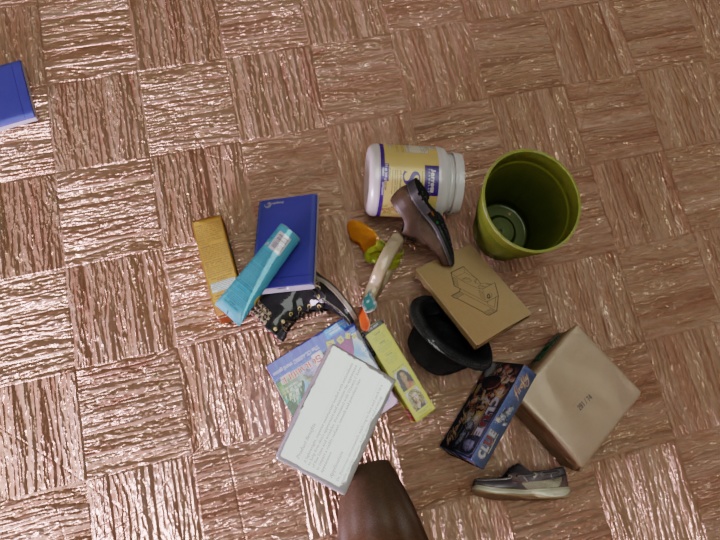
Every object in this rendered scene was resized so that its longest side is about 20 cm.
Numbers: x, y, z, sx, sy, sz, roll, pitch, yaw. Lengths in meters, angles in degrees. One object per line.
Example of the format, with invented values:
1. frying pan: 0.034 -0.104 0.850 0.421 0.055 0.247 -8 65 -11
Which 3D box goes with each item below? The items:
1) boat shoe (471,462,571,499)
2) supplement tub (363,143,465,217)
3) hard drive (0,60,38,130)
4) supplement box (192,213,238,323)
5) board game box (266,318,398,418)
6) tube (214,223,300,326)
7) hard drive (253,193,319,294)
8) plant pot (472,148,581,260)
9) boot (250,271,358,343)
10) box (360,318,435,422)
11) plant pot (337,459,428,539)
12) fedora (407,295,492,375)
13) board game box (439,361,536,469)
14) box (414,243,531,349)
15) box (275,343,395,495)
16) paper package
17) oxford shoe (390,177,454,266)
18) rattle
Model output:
1. boat shoe: 0.309 0.408 1.149 0.192 0.072 0.067 2 63 -2
2. supplement tub: 0.108 -0.184 1.233 0.192 0.146 0.151 1 75 -5
3. hard drive: -0.788 -0.347 1.234 0.194 0.025 0.136 -20 79 -10
4. supplement box: -0.280 -0.004 1.189 0.067 0.067 0.206 -18 79 -10
5. board game box: -0.056 0.226 1.167 0.196 0.041 0.203 -30 81 -12
6. tube: -0.194 0.004 1.136 0.076 0.051 0.202 30 77 34
7. hard drive: -0.150 -0.055 1.195 0.127 0.026 0.206 -6 62 11
8. plant pot: 0.314 -0.108 1.211 0.193 0.193 0.208 2 75 -6
9. boot: -0.114 0.079 1.171 0.198 0.074 0.151 38 77 19
10. box: 0.071 0.198 1.172 0.049 0.075 0.203 -30 82 -10
11. plant pot: 0.031 0.455 1.062 0.180 0.188 0.206 -10 64 -8
12. fedora: 0.163 0.144 1.173 0.199 0.200 0.092 40 118 4
13. board game box: 0.242 0.270 1.138 0.034 0.135 0.202 37 75 -10
14. box: 0.226 0.046 1.198 0.160 0.022 0.202 -22 60 -29
15. box: -0.047 0.256 1.037 0.128 0.200 0.203 27 76 0
16. paper package: 0.414 0.249 1.180 0.199 0.104 0.191 -43 84 -13
17. oxford shoe: 0.124 -0.083 1.180 0.083 0.073 0.202 -26 115 21
18. rattle: 0.000 0.000 1.177 0.141 0.130 0.203 35 65 -6
